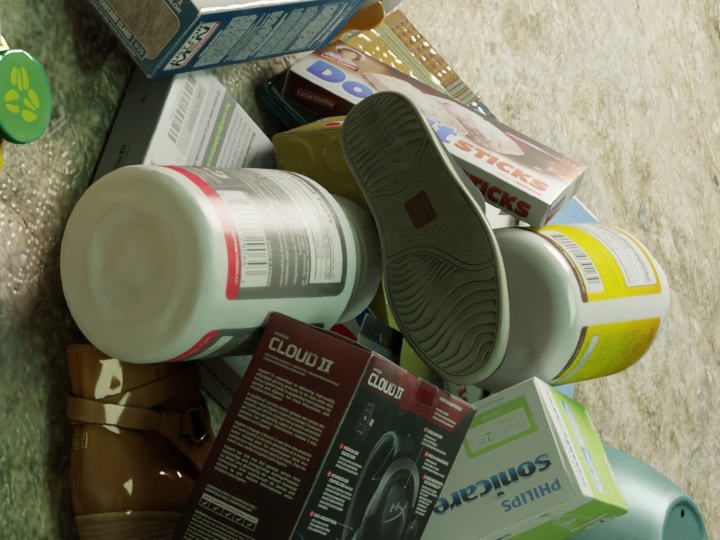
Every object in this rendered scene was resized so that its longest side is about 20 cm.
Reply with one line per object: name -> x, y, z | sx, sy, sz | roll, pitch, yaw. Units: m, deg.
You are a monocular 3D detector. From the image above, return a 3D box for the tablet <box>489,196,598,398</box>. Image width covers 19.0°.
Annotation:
tablet -> 0.135, 0.034, 1.585 | 0.130, 0.014, 0.201 | 36, 61, -55

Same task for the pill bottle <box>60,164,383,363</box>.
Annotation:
pill bottle -> -0.072, -0.005, 1.256 | 0.200, 0.110, 0.111 | -1, 86, -57

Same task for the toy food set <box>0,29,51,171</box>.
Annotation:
toy food set -> -0.247, -0.099, 1.126 | 0.200, 0.049, 0.198 | 56, 41, -36

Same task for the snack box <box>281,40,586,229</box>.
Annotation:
snack box -> 0.049, -0.093, 1.439 | 0.072, 0.200, 0.024 | -42, 157, -54

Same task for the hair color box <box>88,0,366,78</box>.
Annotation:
hair color box -> -0.087, -0.184, 1.346 | 0.100, 0.061, 0.200 | 52, 30, 13

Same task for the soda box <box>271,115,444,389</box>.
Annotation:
soda box -> 0.000, 0.000, 1.407 | 0.064, 0.068, 0.201 | -26, 110, -58

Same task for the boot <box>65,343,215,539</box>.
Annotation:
boot -> -0.106, 0.108, 1.308 | 0.200, 0.077, 0.156 | -7, 87, -51

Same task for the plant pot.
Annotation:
plant pot -> 0.194, 0.225, 1.691 | 0.200, 0.134, 0.201 | 13, 75, -56

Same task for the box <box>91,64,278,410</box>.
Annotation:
box -> -0.093, -0.021, 1.365 | 0.200, 0.041, 0.156 | 47, 48, -42

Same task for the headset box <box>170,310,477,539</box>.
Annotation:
headset box -> -0.021, 0.124, 1.239 | 0.149, 0.077, 0.200 | 30, 81, -60

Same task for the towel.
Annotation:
towel -> 0.025, -0.103, 1.524 | 0.147, 0.022, 0.200 | 49, 36, 2

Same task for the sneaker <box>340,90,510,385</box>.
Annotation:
sneaker -> 0.059, -0.010, 1.314 | 0.106, 0.075, 0.200 | 39, 29, -57

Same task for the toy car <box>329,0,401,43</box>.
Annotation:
toy car -> 0.018, -0.236, 1.475 | 0.184, 0.176, 0.200 | 46, 60, -60

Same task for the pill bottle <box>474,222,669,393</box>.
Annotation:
pill bottle -> 0.138, 0.023, 1.467 | 0.200, 0.109, 0.110 | -4, 88, -59

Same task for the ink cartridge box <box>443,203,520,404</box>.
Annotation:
ink cartridge box -> 0.063, 0.019, 1.557 | 0.200, 0.085, 0.146 | -39, 122, -51

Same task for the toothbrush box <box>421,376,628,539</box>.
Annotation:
toothbrush box -> 0.084, 0.145, 1.428 | 0.086, 0.145, 0.200 | 68, 12, 13
